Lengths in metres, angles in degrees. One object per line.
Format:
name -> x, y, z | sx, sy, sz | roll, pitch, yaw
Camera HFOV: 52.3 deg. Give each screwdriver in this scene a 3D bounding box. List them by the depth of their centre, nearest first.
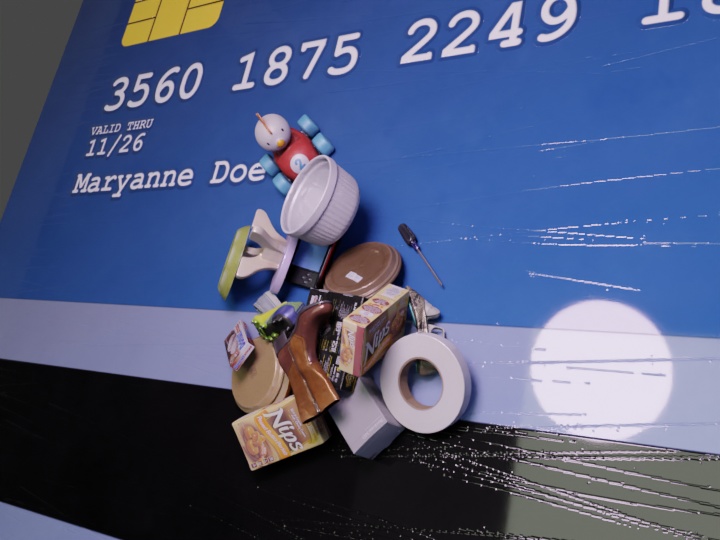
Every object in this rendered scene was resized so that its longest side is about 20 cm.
screwdriver -> 0.140, -0.035, 1.674 | 0.028, 0.029, 0.201 | -39, 57, 10

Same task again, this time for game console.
game console -> -0.110, -0.065, 1.780 | 0.170, 0.119, 0.203 | 15, 77, 29

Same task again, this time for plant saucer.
plant saucer -> 0.000, 0.000, 1.689 | 0.197, 0.030, 0.202 | -19, 36, 14
plant saucer -> -0.328, -0.025, 1.878 | 0.200, 0.031, 0.203 | -160, 89, -78

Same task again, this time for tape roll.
tape roll -> 0.131, 0.229, 1.503 | 0.200, 0.037, 0.207 | 2, 93, 34

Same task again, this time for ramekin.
ramekin -> -0.088, -0.153, 1.692 | 0.200, 0.104, 0.202 | -39, 36, 37

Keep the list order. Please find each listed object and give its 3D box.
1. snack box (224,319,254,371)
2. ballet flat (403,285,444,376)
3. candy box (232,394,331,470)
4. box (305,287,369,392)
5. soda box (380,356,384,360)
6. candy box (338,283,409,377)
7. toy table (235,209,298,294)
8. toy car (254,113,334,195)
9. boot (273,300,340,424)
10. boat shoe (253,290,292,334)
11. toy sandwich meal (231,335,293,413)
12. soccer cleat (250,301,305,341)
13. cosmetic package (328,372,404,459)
snack box -> -0.296, 0.179, 1.785 | 0.072, 0.024, 0.200 | -53, 19, 1
ballet flat -> 0.142, 0.126, 1.581 | 0.074, 0.068, 0.203 | -10, 68, 4
candy box -> -0.177, 0.355, 1.638 | 0.198, 0.055, 0.117 | -25, 89, 21
box -> -0.064, 0.148, 1.589 | 0.158, 0.049, 0.203 | 6, 78, 40
soda box -> -0.038, 0.159, 1.667 | 0.197, 0.068, 0.065 | 1, 69, 31
candy box -> 0.030, 0.120, 1.513 | 0.055, 0.199, 0.117 | 17, 118, 25
toy table -> -0.228, -0.052, 1.820 | 0.184, 0.115, 0.202 | 126, 161, -52
toy car -> -0.206, -0.336, 1.915 | 0.184, 0.200, 0.178 | -43, 53, 8
boot -> -0.093, 0.186, 1.524 | 0.188, 0.068, 0.202 | -40, 55, 19
boat shoe -> -0.200, 0.129, 1.777 | 0.071, 0.070, 0.201 | -36, 46, -8
toy sandwich meal -> -0.227, 0.252, 1.751 | 0.203, 0.070, 0.209 | -19, 61, 37
soccer cleat -> -0.185, 0.111, 1.676 | 0.084, 0.065, 0.199 | -46, 15, -29
cosmetic package -> -0.005, 0.292, 1.576 | 0.107, 0.090, 0.201 | -46, 49, 9
